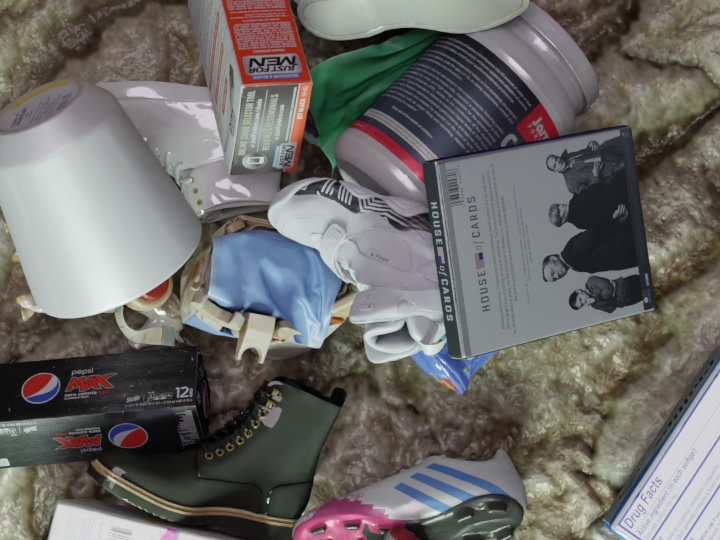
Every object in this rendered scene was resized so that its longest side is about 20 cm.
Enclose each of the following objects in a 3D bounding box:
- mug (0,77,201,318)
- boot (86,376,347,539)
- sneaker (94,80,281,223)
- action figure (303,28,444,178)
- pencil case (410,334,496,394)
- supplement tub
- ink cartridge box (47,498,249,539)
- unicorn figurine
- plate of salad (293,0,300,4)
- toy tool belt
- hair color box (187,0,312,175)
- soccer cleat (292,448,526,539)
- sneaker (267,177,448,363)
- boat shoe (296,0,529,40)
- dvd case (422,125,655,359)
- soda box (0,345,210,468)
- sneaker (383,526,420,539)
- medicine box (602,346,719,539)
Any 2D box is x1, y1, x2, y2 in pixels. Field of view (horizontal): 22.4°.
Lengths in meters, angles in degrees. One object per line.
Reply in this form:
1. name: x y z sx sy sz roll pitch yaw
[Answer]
1. mug: -0.235 -0.070 1.465 0.149 0.186 0.154 -39 122 -24
2. boot: -0.115 0.137 1.498 0.199 0.077 0.139 18 98 -38
3. sneaker: -0.163 -0.098 1.575 0.198 0.074 0.117 4 80 3
4. action figure: 0.031 -0.179 1.567 0.199 0.119 0.055 -36 54 -16
5. pencil case: 0.113 0.006 1.478 0.200 0.087 0.078 -47 109 -12
6. supplement tub: 0.089 -0.120 1.521 0.140 0.140 0.200 44 81 8
7. ink cartridge box: -0.158 0.274 1.504 0.198 0.125 0.130 14 85 5
8. unicorn figurine: -0.229 0.002 1.565 0.136 0.074 0.202 -11 77 -8
9. plate of salad: 0.015 -0.299 1.574 0.198 0.048 0.202 -4 62 8
10. toy tool belt: -0.093 0.014 1.498 0.198 0.123 0.126 8 82 -27
11. hair color box: -0.095 -0.192 1.519 0.063 0.111 0.201 -4 54 -14
12. soccer cleat: 0.042 0.199 1.532 0.198 0.070 0.087 -9 38 6
13. sneaker: 0.000 0.000 1.428 0.198 0.075 0.116 14 62 24
14. boat shoe: 0.045 -0.231 1.485 0.198 0.075 0.062 -5 52 28
15. dvd case: 0.141 -0.025 1.410 0.199 0.025 0.152 -12 96 -33
16. soda box: -0.230 0.117 1.547 0.198 0.064 0.071 -5 46 3
17. sneaker: -0.001 0.301 1.493 0.082 0.078 0.202 22 106 12
18. medicine box: 0.330 0.190 1.492 0.199 0.103 0.183 34 87 8
